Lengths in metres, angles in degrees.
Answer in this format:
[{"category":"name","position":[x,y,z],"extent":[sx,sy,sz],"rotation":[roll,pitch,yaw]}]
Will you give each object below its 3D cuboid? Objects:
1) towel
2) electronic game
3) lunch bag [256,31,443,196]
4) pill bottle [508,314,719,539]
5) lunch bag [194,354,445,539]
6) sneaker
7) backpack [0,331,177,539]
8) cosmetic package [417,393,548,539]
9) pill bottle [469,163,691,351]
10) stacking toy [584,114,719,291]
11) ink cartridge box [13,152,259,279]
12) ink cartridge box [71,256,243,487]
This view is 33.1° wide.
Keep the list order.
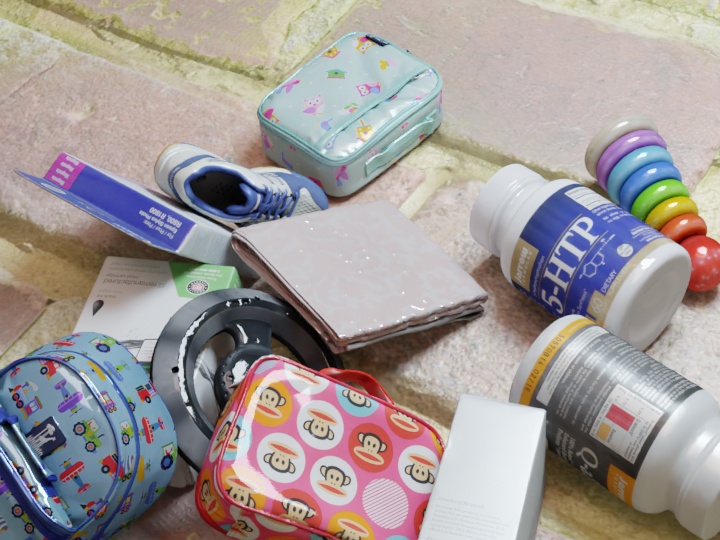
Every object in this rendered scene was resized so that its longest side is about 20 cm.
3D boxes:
[{"category":"towel","position":[0.000,0.000,1.199],"extent":[0.198,0.033,0.191],"rotation":[-13,43,-37]},{"category":"electronic game","position":[-0.096,0.108,1.102],"extent":[0.198,0.042,0.202],"rotation":[15,55,-23]},{"category":"lunch bag","position":[-0.005,-0.181,1.373],"extent":[0.160,0.078,0.200],"rotation":[33,61,32]},{"category":"pill bottle","position":[0.233,0.132,1.032],"extent":[0.199,0.117,0.116],"rotation":[34,61,33]},{"category":"lunch bag","position":[-0.028,0.160,1.025],"extent":[0.198,0.082,0.178],"rotation":[27,52,-10]},{"category":"sneaker","position":[-0.113,-0.069,1.242],"extent":[0.198,0.076,0.088],"rotation":[12,14,-30]},{"category":"backpack","position":[-0.262,0.155,1.010],"extent":[0.199,0.134,0.184],"rotation":[-36,80,12]},{"category":"cosmetic package","position":[0.097,0.216,0.986],"extent":[0.080,0.114,0.202],"rotation":[7,49,15]},{"category":"pill bottle","position":[0.204,-0.017,1.166],"extent":[0.119,0.121,0.199],"rotation":[-37,53,-22]},{"category":"stacking toy","position":[0.307,-0.063,1.223],"extent":[0.084,0.086,0.201],"rotation":[-20,53,-9]},{"category":"ink cartridge box","position":[-0.217,-0.060,1.233],"extent":[0.195,0.200,0.044],"rotation":[27,91,27]},{"category":"ink cartridge box","position":[-0.203,0.092,1.160],"extent":[0.144,0.085,0.202],"rotation":[4,49,13]}]
